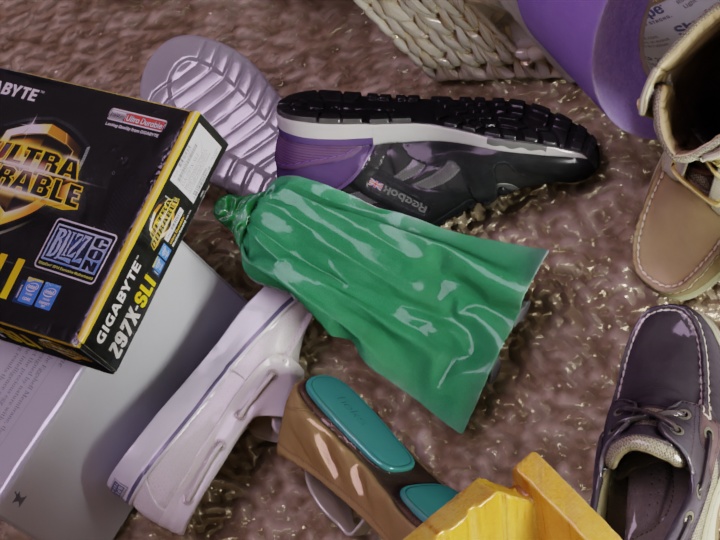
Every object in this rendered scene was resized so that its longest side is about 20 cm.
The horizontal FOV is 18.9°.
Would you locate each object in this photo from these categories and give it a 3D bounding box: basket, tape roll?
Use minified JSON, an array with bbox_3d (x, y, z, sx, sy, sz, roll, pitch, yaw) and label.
[{"bbox_3d":[0.084,-0.230,1.361,0.123,0.136,0.201,-4,63,32],"label":"basket"},{"bbox_3d":[0.192,-0.178,1.228,0.200,0.200,0.085,-41,52,4],"label":"tape roll"}]

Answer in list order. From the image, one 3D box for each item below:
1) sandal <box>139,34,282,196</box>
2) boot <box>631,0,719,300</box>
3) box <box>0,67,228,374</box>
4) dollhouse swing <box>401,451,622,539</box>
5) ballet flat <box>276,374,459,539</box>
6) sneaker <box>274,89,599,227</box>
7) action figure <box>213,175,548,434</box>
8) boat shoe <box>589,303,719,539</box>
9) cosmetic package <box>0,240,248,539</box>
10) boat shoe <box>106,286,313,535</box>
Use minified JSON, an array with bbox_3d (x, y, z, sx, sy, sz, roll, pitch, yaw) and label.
[{"bbox_3d":[-0.067,-0.077,1.415,0.203,0.050,0.083,39,84,23],"label":"sandal"},{"bbox_3d":[0.188,-0.066,1.171,0.072,0.155,0.200,35,111,18],"label":"boot"},{"bbox_3d":[-0.198,-0.037,1.316,0.199,0.049,0.160,15,74,33],"label":"box"},{"bbox_3d":[0.083,0.238,1.047,0.200,0.182,0.176,-35,48,-28],"label":"dollhouse swing"},{"bbox_3d":[0.022,0.139,1.250,0.200,0.068,0.063,44,117,37],"label":"ballet flat"},{"bbox_3d":[0.047,-0.058,1.333,0.199,0.088,0.076,5,22,8],"label":"sneaker"},{"bbox_3d":[0.000,0.000,1.289,0.200,0.055,0.118,27,88,12],"label":"action figure"},{"bbox_3d":[0.162,0.105,1.178,0.072,0.065,0.201,-2,64,28],"label":"boat shoe"},{"bbox_3d":[-0.211,0.050,1.379,0.200,0.123,0.200,26,78,37],"label":"cosmetic package"},{"bbox_3d":[-0.067,0.076,1.328,0.070,0.071,0.200,38,72,5],"label":"boat shoe"}]
